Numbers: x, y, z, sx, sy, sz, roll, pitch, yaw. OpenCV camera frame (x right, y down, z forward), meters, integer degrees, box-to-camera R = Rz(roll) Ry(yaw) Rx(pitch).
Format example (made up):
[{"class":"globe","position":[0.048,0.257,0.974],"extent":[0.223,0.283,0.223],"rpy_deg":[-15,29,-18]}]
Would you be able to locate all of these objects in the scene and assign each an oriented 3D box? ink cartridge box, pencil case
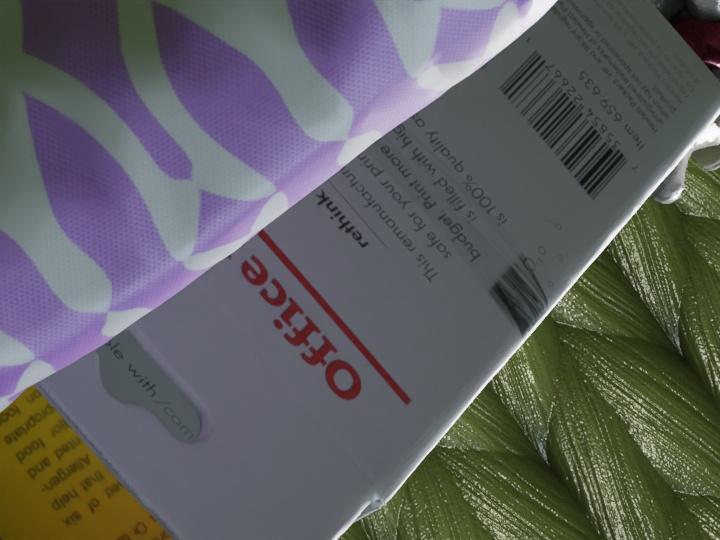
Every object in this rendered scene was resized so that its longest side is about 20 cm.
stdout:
[{"class":"ink cartridge box","position":[-0.018,-0.016,0.617],"extent":[0.200,0.116,0.067],"rpy_deg":[-45,-173,-38]},{"class":"pencil case","position":[-0.048,-0.038,0.475],"extent":[0.200,0.084,0.085],"rpy_deg":[-38,145,8]}]

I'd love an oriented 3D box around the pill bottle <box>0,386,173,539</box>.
[{"class":"pill bottle","position":[-0.083,0.071,0.697],"extent":[0.113,0.200,0.113],"rpy_deg":[-35,179,-1]}]

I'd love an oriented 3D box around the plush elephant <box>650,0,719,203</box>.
[{"class":"plush elephant","position":[0.158,-0.108,1.399],"extent":[0.200,0.155,0.165],"rpy_deg":[-35,178,-28]}]
